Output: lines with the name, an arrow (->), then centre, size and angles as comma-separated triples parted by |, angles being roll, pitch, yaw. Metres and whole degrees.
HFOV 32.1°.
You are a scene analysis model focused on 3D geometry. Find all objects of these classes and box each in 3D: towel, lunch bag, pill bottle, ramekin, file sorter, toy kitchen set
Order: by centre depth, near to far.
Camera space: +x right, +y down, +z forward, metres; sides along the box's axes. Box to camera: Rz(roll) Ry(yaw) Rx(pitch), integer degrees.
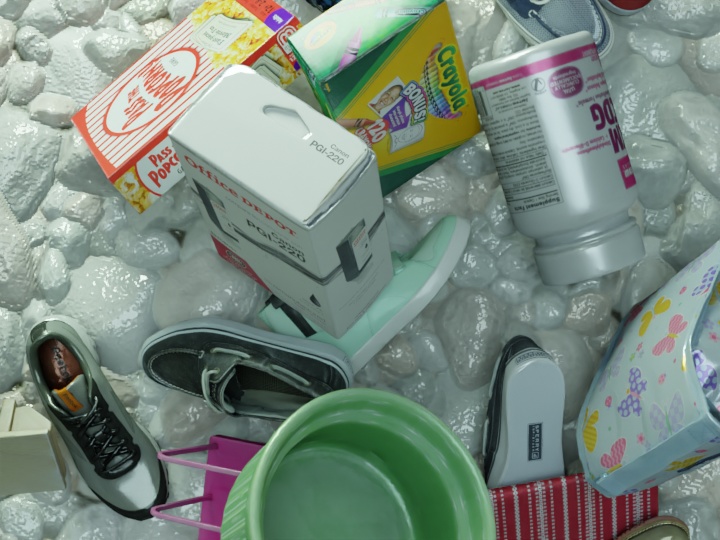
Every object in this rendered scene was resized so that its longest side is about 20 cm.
ramekin -> -0.007, 0.197, 0.931 | 0.199, 0.098, 0.202 | 11, 64, -24
lunch bag -> 0.276, 0.092, 1.031 | 0.127, 0.170, 0.200 | 38, 51, -1
file sorter -> -0.105, 0.253, 1.049 | 0.138, 0.125, 0.202 | 7, 90, 24
pill bottle -> 0.175, -0.096, 1.089 | 0.113, 0.113, 0.202 | -18, 96, -2
toy kitchen set -> -0.335, 0.100, 1.093 | 0.162, 0.181, 0.201 | -4, 130, 1
towel -> 0.166, 0.243, 1.106 | 0.198, 0.023, 0.146 | -9, 116, -4

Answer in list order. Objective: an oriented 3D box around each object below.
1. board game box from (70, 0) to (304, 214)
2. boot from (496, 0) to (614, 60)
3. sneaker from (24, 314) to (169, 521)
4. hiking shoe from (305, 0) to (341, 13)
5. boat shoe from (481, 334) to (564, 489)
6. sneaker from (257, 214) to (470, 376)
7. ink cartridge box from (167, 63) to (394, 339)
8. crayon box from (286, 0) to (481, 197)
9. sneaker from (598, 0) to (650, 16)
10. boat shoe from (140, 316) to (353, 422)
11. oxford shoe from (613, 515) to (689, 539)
board game box -> -0.144, -0.154, 1.063 | 0.200, 0.152, 0.046 | -42, 125, -2
boot -> 0.150, -0.262, 1.103 | 0.200, 0.090, 0.073 | 41, 88, -1
sneaker -> -0.237, 0.133, 1.093 | 0.074, 0.079, 0.201 | -31, 92, -4
hiking shoe -> -0.030, -0.262, 1.104 | 0.198, 0.074, 0.088 | 7, 89, -2
boat shoe -> 0.140, 0.156, 1.114 | 0.071, 0.068, 0.202 | -4, 111, -9
sneaker -> 0.000, 0.000, 1.101 | 0.118, 0.074, 0.200 | 44, 91, -8
ink cartridge box -> -0.056, -0.050, 0.991 | 0.145, 0.200, 0.085 | 34, 70, 20
crayon box -> 0.026, -0.153, 1.045 | 0.118, 0.200, 0.058 | -34, 62, -2
sneaker -> 0.196, -0.316, 1.094 | 0.071, 0.112, 0.200 | -43, 91, -2
boat shoe -> -0.107, 0.088, 1.072 | 0.198, 0.071, 0.073 | 2, 118, 20
oxford shoe -> 0.225, 0.303, 1.088 | 0.070, 0.074, 0.201 | 28, 107, -18
